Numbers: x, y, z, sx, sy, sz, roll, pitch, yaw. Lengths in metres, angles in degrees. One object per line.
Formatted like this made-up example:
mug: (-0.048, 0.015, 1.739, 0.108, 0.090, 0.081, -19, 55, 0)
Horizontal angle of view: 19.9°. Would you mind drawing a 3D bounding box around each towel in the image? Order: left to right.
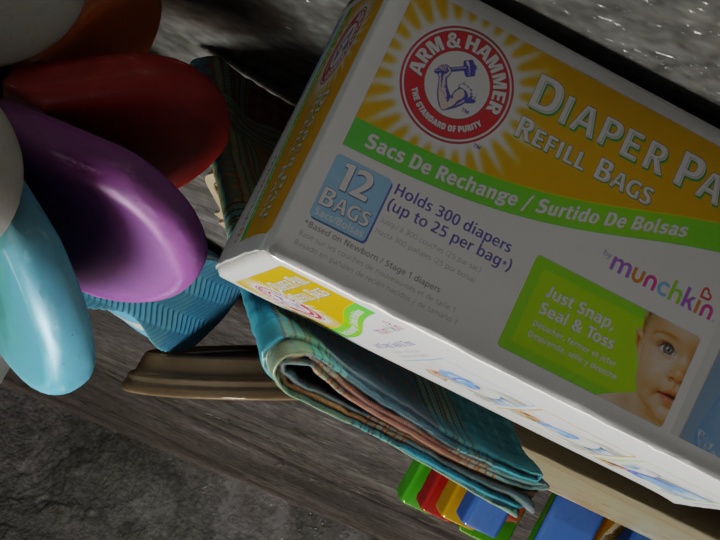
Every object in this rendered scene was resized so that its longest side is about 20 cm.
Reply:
towel: (0.000, 0.000, 0.840, 0.147, 0.022, 0.200, 31, -153, -33)

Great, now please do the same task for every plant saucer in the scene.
plant saucer: (-0.064, 0.069, 1.409, 0.200, 0.029, 0.200, 0, -179, 0)

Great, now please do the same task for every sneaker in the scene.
sneaker: (-0.151, -0.007, 1.326, 0.081, 0.077, 0.200, 45, -172, 34)

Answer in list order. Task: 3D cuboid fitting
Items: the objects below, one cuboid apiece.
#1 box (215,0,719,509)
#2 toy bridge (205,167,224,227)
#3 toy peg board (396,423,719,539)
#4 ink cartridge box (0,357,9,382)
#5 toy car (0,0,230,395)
box: (0.066, -0.007, 0.716, 0.200, 0.113, 0.101, 26, 171, -11)
toy bridge: (-0.041, -0.035, 1.015, 0.067, 0.027, 0.200, 38, 171, -14)
toy peg board: (0.123, 0.149, 1.243, 0.200, 0.098, 0.199, 26, -171, -12)
ink cartridge box: (-0.164, -0.036, 0.892, 0.095, 0.200, 0.037, 23, 146, 3)
toy car: (-0.127, -0.038, 0.776, 0.150, 0.200, 0.175, 15, 150, -4)
